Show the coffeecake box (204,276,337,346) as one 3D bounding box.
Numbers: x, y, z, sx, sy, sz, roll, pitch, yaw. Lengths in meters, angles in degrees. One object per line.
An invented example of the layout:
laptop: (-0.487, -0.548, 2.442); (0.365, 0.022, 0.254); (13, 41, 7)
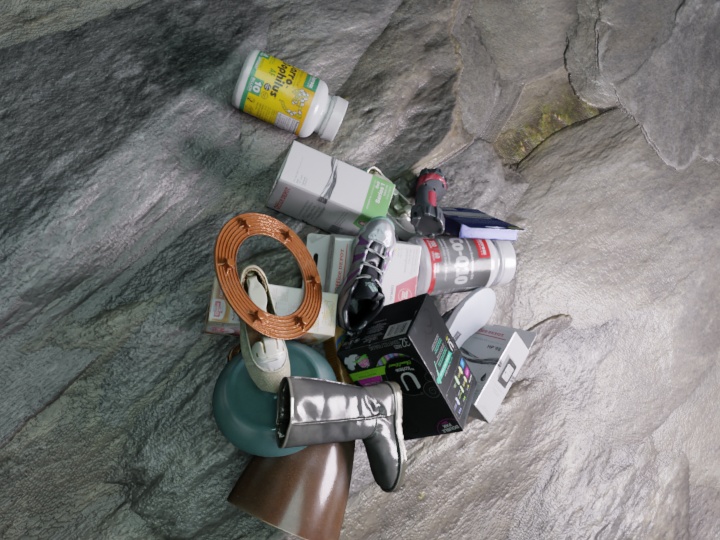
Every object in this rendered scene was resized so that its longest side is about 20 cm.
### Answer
coffeecake box: (-0.154, 0.073, 0.980); (0.198, 0.153, 0.074); (9, 75, -15)

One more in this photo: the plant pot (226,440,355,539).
plant pot: (-0.085, 0.304, 0.934); (0.186, 0.187, 0.201); (27, 71, -10)

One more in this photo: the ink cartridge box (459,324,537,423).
ink cartridge box: (0.232, 0.170, 1.096); (0.067, 0.115, 0.201); (48, 66, -31)

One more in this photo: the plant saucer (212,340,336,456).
plant saucer: (-0.133, 0.185, 0.909); (0.198, 0.036, 0.201); (1, 52, -1)

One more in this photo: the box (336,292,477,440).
box: (0.083, 0.167, 0.987); (0.201, 0.148, 0.125); (59, 34, -18)

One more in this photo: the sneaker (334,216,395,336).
sneaker: (0.018, 0.013, 0.944); (0.077, 0.140, 0.202); (18, 95, -14)

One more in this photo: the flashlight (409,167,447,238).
flashlight: (0.134, -0.129, 1.106); (0.067, 0.201, 0.068); (-23, 118, 19)

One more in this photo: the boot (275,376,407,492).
boot: (-0.027, 0.244, 0.859); (0.199, 0.072, 0.184); (5, 75, -41)

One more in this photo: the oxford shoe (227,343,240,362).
oxford shoe: (-0.139, 0.194, 1.004); (0.199, 0.071, 0.072); (34, 68, -10)

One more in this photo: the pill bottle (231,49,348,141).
pill bottle: (-0.130, -0.320, 1.097); (0.198, 0.113, 0.114); (23, 72, -12)

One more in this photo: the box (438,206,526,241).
box: (0.215, -0.088, 1.117); (0.120, 0.200, 0.033); (2, 105, -17)

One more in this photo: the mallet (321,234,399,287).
mallet: (-0.017, -0.010, 1.111); (0.199, 0.066, 0.041); (-32, 89, -7)

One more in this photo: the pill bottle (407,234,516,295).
pill bottle: (0.191, -0.014, 1.132); (0.198, 0.114, 0.115); (-5, 80, -19)

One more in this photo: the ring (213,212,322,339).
ring: (-0.128, 0.004, 0.864); (0.200, 0.019, 0.202); (29, 48, -38)

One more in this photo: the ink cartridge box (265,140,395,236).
ink cartridge box: (-0.059, -0.136, 1.061); (0.198, 0.146, 0.085); (22, 71, -13)

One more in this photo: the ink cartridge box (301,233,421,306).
ink cartridge box: (0.000, 0.000, 1.046); (0.198, 0.067, 0.118); (5, 97, -12)

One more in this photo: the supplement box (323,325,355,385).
supplement box: (-0.021, 0.163, 1.051); (0.066, 0.069, 0.202); (-8, 78, -22)

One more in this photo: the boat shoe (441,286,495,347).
boat shoe: (0.176, 0.108, 1.115); (0.070, 0.066, 0.201); (40, 84, -29)

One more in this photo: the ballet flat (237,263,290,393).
ballet flat: (-0.148, 0.087, 0.863); (0.067, 0.062, 0.202); (-16, 84, -22)

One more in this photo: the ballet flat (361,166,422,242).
ballet flat: (0.069, -0.126, 1.144); (0.200, 0.069, 0.069); (45, 69, -4)
